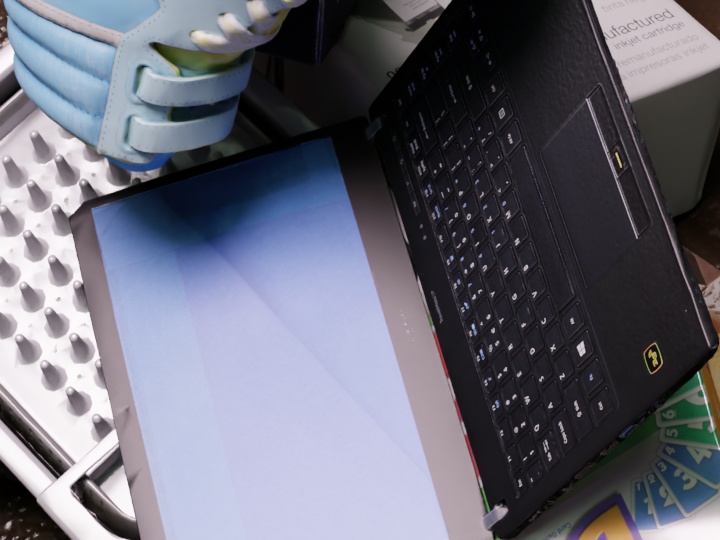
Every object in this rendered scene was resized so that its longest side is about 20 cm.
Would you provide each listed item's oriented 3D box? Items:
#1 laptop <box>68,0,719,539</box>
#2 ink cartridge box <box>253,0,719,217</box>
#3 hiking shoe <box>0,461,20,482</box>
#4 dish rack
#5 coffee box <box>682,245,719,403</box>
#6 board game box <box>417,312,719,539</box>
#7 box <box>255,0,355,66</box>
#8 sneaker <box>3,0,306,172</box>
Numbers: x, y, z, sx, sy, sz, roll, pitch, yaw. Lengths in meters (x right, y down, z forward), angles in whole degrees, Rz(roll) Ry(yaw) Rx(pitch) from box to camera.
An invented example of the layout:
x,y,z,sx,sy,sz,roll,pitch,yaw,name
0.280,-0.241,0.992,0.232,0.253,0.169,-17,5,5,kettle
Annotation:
x,y,z,sx,sy,sz,roll,pitch,yaw,name
0.000,0.000,0.739,0.102,0.200,0.179,2,57,-31,laptop
0.031,-0.093,0.911,0.146,0.083,0.200,-22,52,-28,ink cartridge box
-0.159,0.053,0.901,0.199,0.101,0.076,31,36,5,hiking shoe
-0.083,0.001,0.837,0.172,0.044,0.200,-43,71,-11,dish rack
0.135,0.082,0.795,0.199,0.080,0.113,36,73,31,coffee box
0.084,0.094,0.742,0.095,0.030,0.202,-20,65,17,board game box
-0.049,-0.192,0.866,0.147,0.105,0.201,15,45,9,box
-0.035,-0.092,0.743,0.198,0.132,0.080,9,27,24,sneaker
